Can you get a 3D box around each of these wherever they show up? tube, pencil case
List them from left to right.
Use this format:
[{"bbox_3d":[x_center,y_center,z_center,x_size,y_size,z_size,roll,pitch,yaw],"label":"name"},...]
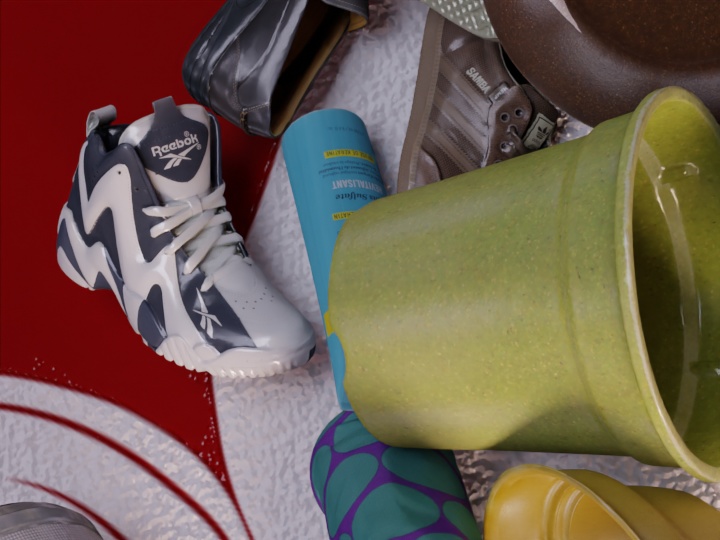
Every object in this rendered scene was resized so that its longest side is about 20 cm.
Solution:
[{"bbox_3d":[0.000,0.000,1.578,0.050,0.077,0.201,119,145,-46],"label":"tube"},{"bbox_3d":[0.022,0.147,1.473,0.200,0.085,0.093,-105,24,-66],"label":"pencil case"}]

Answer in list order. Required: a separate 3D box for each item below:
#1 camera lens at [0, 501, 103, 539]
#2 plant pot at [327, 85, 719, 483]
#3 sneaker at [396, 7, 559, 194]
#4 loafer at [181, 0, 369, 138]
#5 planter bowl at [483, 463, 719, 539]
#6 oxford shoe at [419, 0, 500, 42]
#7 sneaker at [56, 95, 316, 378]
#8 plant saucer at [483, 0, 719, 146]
[{"bbox_3d":[-0.178,0.243,1.577,0.160,0.160,0.200,-46,59,12],"label":"camera lens"},{"bbox_3d":[0.091,0.018,1.447,0.183,0.200,0.201,-8,73,26],"label":"plant pot"},{"bbox_3d":[0.070,-0.071,1.567,0.075,0.070,0.201,-2,76,29],"label":"sneaker"},{"bbox_3d":[-0.017,-0.164,1.640,0.072,0.073,0.200,40,98,34],"label":"loafer"},{"bbox_3d":[0.153,0.173,1.419,0.083,0.201,0.201,-25,56,-24],"label":"planter bowl"},{"bbox_3d":[0.039,-0.189,1.567,0.200,0.058,0.075,39,127,34],"label":"oxford shoe"},{"bbox_3d":[-0.100,-0.030,1.624,0.199,0.079,0.130,37,133,41],"label":"sneaker"},{"bbox_3d":[0.162,-0.167,1.488,0.199,0.037,0.202,2,75,-8],"label":"plant saucer"}]
